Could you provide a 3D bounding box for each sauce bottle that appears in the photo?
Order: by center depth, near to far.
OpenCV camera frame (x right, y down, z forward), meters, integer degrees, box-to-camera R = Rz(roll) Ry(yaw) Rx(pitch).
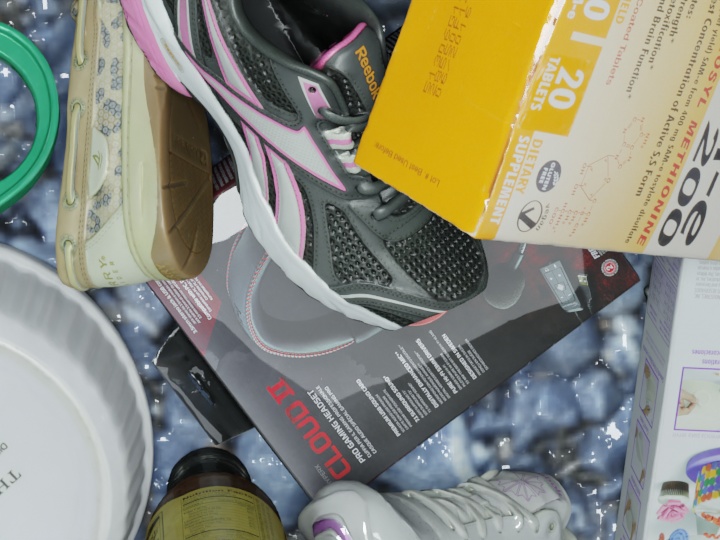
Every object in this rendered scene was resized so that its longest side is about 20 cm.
[{"bbox_3d":[-0.061,0.126,0.927,0.064,0.200,0.065,-1,101,-5],"label":"sauce bottle"}]

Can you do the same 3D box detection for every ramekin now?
[{"bbox_3d":[-0.190,0.090,0.957,0.201,0.094,0.204,-1,100,-7],"label":"ramekin"}]

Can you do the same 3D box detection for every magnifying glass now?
[{"bbox_3d":[-0.190,-0.014,0.896,0.079,0.022,0.201,26,74,-5],"label":"magnifying glass"}]

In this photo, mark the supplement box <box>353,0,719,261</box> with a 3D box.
[{"bbox_3d":[0.105,-0.076,0.859,0.199,0.073,0.127,3,112,-47],"label":"supplement box"}]

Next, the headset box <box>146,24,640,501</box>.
[{"bbox_3d":[0.000,0.000,0.974,0.200,0.075,0.149,-36,103,1],"label":"headset box"}]

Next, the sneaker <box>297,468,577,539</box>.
[{"bbox_3d":[0.039,0.118,0.971,0.075,0.200,0.100,36,87,31],"label":"sneaker"}]

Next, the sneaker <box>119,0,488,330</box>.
[{"bbox_3d":[-0.014,-0.062,0.864,0.200,0.086,0.080,48,59,-12],"label":"sneaker"}]

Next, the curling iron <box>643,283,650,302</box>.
[{"bbox_3d":[0.230,-0.020,1.025,0.199,0.026,0.050,-19,100,-3],"label":"curling iron"}]

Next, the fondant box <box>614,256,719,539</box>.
[{"bbox_3d":[0.201,0.077,1.013,0.143,0.058,0.201,3,108,-8],"label":"fondant box"}]

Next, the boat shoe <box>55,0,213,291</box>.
[{"bbox_3d":[-0.103,-0.091,0.921,0.062,0.073,0.201,-10,68,19],"label":"boat shoe"}]
